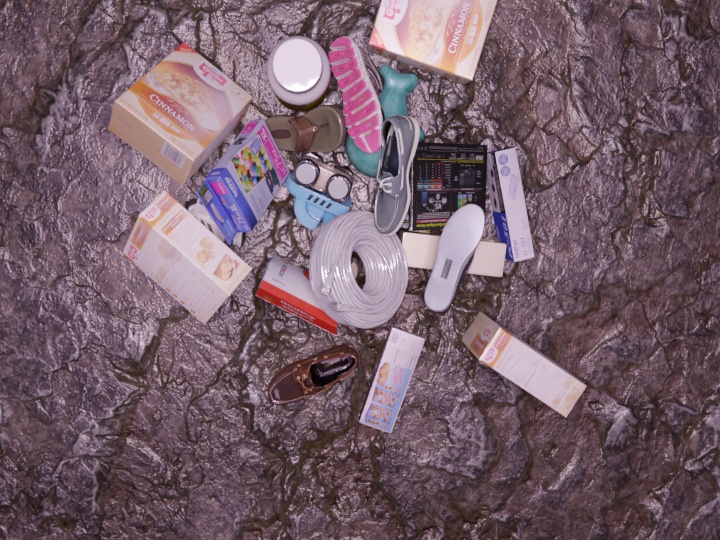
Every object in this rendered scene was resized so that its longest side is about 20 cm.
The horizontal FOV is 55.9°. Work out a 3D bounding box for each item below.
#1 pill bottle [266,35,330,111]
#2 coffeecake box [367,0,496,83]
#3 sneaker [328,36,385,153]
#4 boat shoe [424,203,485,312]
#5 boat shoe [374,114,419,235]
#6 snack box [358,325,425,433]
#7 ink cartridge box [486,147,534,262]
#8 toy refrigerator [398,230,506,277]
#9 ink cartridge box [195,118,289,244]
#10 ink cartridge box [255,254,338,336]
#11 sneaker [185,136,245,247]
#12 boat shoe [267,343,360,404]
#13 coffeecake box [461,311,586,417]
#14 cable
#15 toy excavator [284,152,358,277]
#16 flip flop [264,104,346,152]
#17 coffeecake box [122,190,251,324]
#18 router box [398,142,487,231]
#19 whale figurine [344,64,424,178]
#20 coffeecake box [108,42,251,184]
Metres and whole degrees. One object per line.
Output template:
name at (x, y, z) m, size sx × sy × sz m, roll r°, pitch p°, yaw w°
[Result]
pill bottle at (-0.105, -0.338, 1.168) m, size 0.109 × 0.200 × 0.114 m, roll 0°, pitch 98°, yaw -3°
coffeecake box at (0.127, -0.447, 1.224) m, size 0.196 × 0.073 × 0.157 m, roll 17°, pitch 98°, yaw -5°
sneaker at (0.010, -0.302, 1.176) m, size 0.073 × 0.087 × 0.204 m, roll -21°, pitch 84°, yaw 33°
boat shoe at (0.173, -0.022, 1.222) m, size 0.069 × 0.066 × 0.204 m, roll 20°, pitch 100°, yaw 17°
boat shoe at (0.047, -0.158, 1.137) m, size 0.072 × 0.061 × 0.204 m, roll 22°, pitch 108°, yaw 38°
snack box at (0.061, 0.216, 1.343) m, size 0.071 × 0.024 × 0.204 m, roll 19°, pitch 96°, yaw -7°
ink cartridge box at (0.276, -0.124, 1.274) m, size 0.043 × 0.094 × 0.204 m, roll -13°, pitch 98°, yaw -2°
toy refrigerator at (0.170, -0.037, 1.290) m, size 0.195 × 0.076 × 0.072 m, roll 6°, pitch 98°, yaw -4°
ink cartridge box at (-0.199, -0.156, 1.184) m, size 0.041 × 0.202 × 0.120 m, roll 1°, pitch 135°, yaw 31°
ink cartridge box at (-0.102, 0.040, 1.220) m, size 0.160 × 0.200 × 0.051 m, roll 28°, pitch 96°, yaw -7°
sneaker at (-0.265, -0.146, 1.248) m, size 0.113 × 0.076 × 0.205 m, roll 4°, pitch 100°, yaw -6°
boat shoe at (-0.093, 0.201, 1.310) m, size 0.197 × 0.070 × 0.071 m, roll -29°, pitch 100°, yaw 2°
coffeecake box at (0.304, 0.173, 1.287) m, size 0.198 × 0.154 × 0.074 m, roll 34°, pitch 95°, yaw -7°
cable at (0.000, 0.000, 1.184) m, size 0.198 × 0.068 × 0.204 m, roll 29°, pitch 61°, yaw -38°
toy excavator at (-0.066, -0.094, 1.270) m, size 0.191 × 0.100 × 0.203 m, roll 24°, pitch 110°, yaw -7°
flip flop at (-0.107, -0.244, 1.202) m, size 0.197 × 0.057 × 0.083 m, roll 5°, pitch 116°, yaw 34°
coffeecake box at (-0.312, -0.018, 1.209) m, size 0.199 × 0.153 × 0.073 m, roll 42°, pitch 53°, yaw -7°
router box at (0.144, -0.152, 1.231) m, size 0.197 × 0.062 × 0.153 m, roll -6°, pitch 99°, yaw -38°
whale figurine at (0.046, -0.269, 1.235) m, size 0.156 × 0.104 × 0.204 m, roll 18°, pitch 96°, yaw -5°
coffeecake box at (-0.303, -0.271, 1.161) m, size 0.152 × 0.073 × 0.201 m, roll 36°, pitch 50°, yaw -8°
